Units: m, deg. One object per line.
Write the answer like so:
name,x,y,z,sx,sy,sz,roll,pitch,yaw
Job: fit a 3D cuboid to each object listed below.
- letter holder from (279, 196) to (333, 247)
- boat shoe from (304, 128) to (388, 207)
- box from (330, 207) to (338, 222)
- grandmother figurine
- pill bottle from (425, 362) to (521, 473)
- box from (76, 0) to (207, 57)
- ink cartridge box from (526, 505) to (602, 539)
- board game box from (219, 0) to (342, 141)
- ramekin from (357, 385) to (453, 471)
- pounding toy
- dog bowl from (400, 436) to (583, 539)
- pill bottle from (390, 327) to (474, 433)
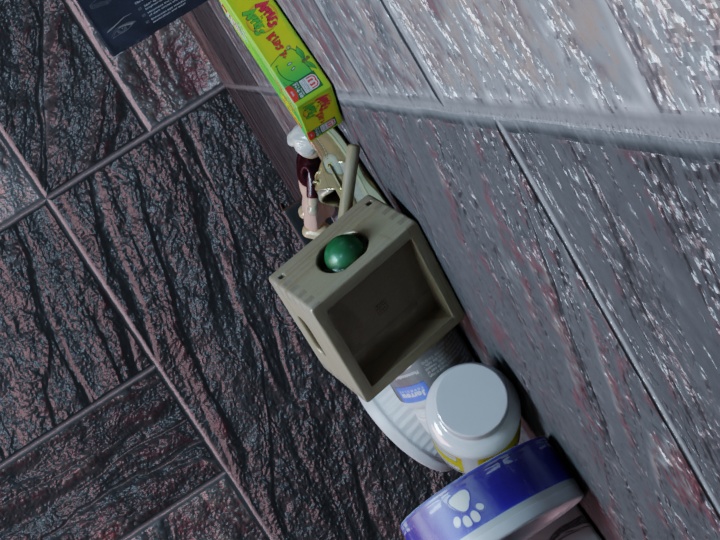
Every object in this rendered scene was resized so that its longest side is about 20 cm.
letter holder,-0.039,-0.048,2.102,0.201,0.100,0.142,59,178,-15
boat shoe,-0.024,-0.106,1.631,0.200,0.066,0.074,56,176,28
box,0.031,-0.003,1.925,0.159,0.048,0.201,54,174,50
grandmother figurine,-0.067,-0.135,1.817,0.201,0.060,0.122,89,162,-55
pill bottle,0.131,0.169,1.524,0.112,0.111,0.200,56,176,17
box,-0.373,-0.484,2.128,0.118,0.196,0.200,57,176,26
ink cartridge box,0.252,0.347,1.631,0.200,0.085,0.146,53,175,35
board game box,-0.097,-0.254,1.507,0.201,0.047,0.102,57,177,18
ramekin,0.091,0.177,1.853,0.202,0.094,0.203,40,-163,-15
pounding toy,0.000,0.000,1.514,0.142,0.184,0.201,33,159,51
dog bowl,0.147,0.271,1.477,0.079,0.199,0.200,59,177,17
pill bottle,0.077,0.104,1.691,0.201,0.113,0.114,58,176,-16
